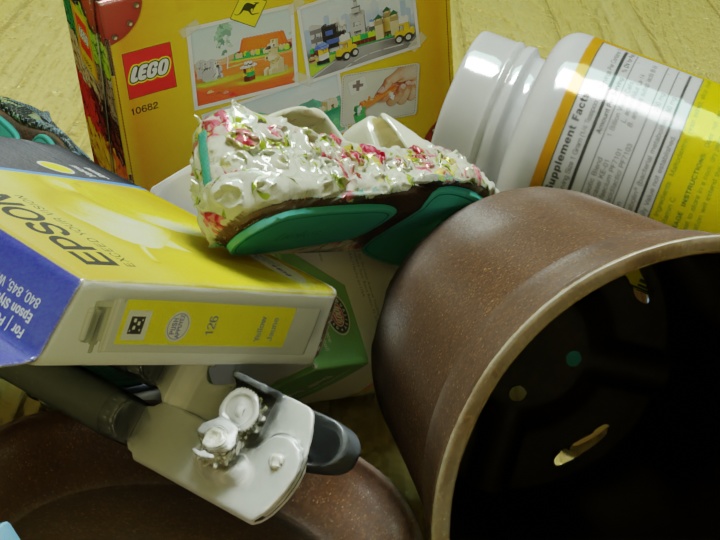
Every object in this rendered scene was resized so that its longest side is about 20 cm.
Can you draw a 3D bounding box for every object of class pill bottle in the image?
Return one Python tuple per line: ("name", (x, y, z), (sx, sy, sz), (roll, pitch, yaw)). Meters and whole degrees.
("pill bottle", (0.139, -0.048, 0.847), (0.199, 0.110, 0.109), (22, 24, 10))

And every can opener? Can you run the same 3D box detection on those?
("can opener", (-0.095, 0.052, 0.737), (0.199, 0.053, 0.066), (23, -8, 28))

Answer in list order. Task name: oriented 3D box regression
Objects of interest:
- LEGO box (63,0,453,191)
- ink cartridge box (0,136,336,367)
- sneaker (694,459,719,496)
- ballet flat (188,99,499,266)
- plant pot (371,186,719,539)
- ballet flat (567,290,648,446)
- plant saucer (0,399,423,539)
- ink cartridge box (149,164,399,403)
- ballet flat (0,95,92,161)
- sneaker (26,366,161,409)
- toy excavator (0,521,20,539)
("LEGO box", (-0.052, -0.122, 0.941), (0.199, 0.150, 0.077), (-17, 37, -17))
("ink cartridge box", (-0.145, -0.016, 0.705), (0.197, 0.047, 0.200), (29, 13, 36))
("sneaker", (0.257, 0.116, 0.781), (0.199, 0.074, 0.116), (6, 1, 18))
("ballet flat", (-0.001, -0.042, 0.759), (0.200, 0.075, 0.064), (4, 59, -56))
("plant pot", (0.100, 0.060, 0.700), (0.199, 0.201, 0.198), (3, 14, -14))
("ballet flat", (0.140, 0.011, 0.916), (0.063, 0.069, 0.201), (19, 50, -14))
("plant saucer", (-0.075, 0.112, 0.692), (0.199, 0.037, 0.201), (8, 22, -3))
("ink cartridge box", (0.000, 0.000, 0.856), (0.067, 0.118, 0.200), (-28, -16, 35))
("ballet flat", (-0.184, -0.056, 1.039), (0.074, 0.075, 0.200), (-4, 28, -28))
("sneaker", (-0.074, 0.023, 0.855), (0.199, 0.080, 0.077), (-9, 27, -43))
("toy excavator", (-0.120, 0.145, 0.523), (0.194, 0.200, 0.100), (-31, 3, 30))
